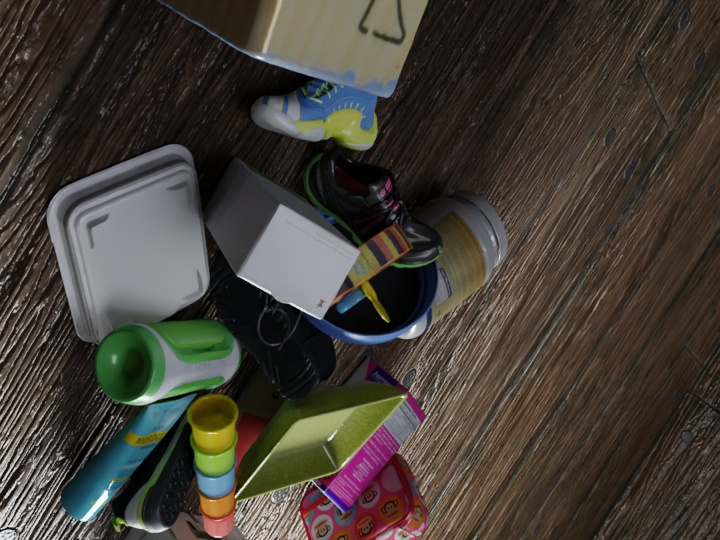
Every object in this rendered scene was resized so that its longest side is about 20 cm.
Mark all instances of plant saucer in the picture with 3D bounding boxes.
[{"bbox_3d":[-0.062,0.213,1.118,0.197,0.048,0.201,-5,142,-44],"label":"plant saucer"}]

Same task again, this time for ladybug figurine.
[{"bbox_3d":[-0.125,0.231,1.203,0.134,0.072,0.204,-17,129,-42],"label":"ladybug figurine"}]

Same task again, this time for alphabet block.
[{"bbox_3d":[-0.051,-0.298,0.769,0.193,0.195,0.203,3,116,-51],"label":"alphabet block"}]

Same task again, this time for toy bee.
[{"bbox_3d":[-0.018,0.016,0.953,0.202,0.130,0.109,-56,-178,-11],"label":"toy bee"}]

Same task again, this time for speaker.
[{"bbox_3d":[-0.207,0.098,0.949,0.090,0.088,0.199,-60,164,8],"label":"speaker"}]

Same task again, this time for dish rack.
[{"bbox_3d":[-0.232,-0.018,0.909,0.170,0.043,0.203,-30,138,-33],"label":"dish rack"}]

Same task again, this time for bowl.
[{"bbox_3d":[0.000,0.000,1.071,0.199,0.201,0.040,-31,162,-29],"label":"bowl"}]

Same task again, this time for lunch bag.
[{"bbox_3d":[0.001,0.379,1.380,0.198,0.178,0.082,-36,135,10],"label":"lunch bag"}]

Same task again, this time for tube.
[{"bbox_3d":[-0.271,0.209,0.982,0.200,0.051,0.077,-46,167,20],"label":"tube"}]

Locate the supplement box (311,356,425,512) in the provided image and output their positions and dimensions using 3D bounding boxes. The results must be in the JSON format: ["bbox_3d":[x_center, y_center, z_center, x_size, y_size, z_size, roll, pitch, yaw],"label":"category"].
[{"bbox_3d":[-0.006,0.256,1.337,0.200,0.101,0.104,-48,143,-12],"label":"supplement box"}]

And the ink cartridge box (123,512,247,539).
[{"bbox_3d":[-0.254,0.426,1.198,0.148,0.082,0.200,-54,145,-1],"label":"ink cartridge box"}]

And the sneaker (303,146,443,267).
[{"bbox_3d":[0.021,-0.074,1.037,0.084,0.198,0.078,-43,-162,51],"label":"sneaker"}]

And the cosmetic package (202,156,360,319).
[{"bbox_3d":[-0.091,-0.039,0.903,0.107,0.200,0.086,29,96,-29],"label":"cosmetic package"}]

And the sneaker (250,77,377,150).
[{"bbox_3d":[-0.046,-0.201,0.970,0.198,0.075,0.108,-1,107,-57],"label":"sneaker"}]

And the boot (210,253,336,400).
[{"bbox_3d":[-0.105,0.064,1.081,0.076,0.202,0.168,-33,179,6],"label":"boot"}]

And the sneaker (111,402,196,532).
[{"bbox_3d":[-0.245,0.232,1.050,0.201,0.081,0.073,-65,148,-54],"label":"sneaker"}]

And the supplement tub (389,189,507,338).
[{"bbox_3d":[0.100,-0.013,1.212,0.198,0.144,0.146,-34,140,-26],"label":"supplement tub"}]

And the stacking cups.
[{"bbox_3d":[-0.176,0.241,1.036,0.060,0.060,0.203,-26,137,-34],"label":"stacking cups"}]
